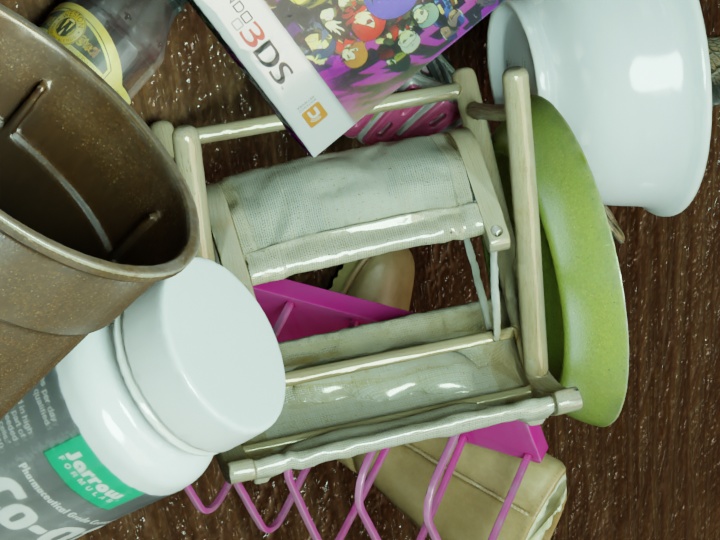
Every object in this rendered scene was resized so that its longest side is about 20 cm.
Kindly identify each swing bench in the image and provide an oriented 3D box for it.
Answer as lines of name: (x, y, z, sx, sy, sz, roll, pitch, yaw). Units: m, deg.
swing bench: (0.000, 0.000, 1.220, 0.198, 0.130, 0.201, -10, 97, -10)

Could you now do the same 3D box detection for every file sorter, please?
file sorter: (-0.008, 0.103, 1.358, 0.126, 0.199, 0.139, -63, 153, -25)

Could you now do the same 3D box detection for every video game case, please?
video game case: (0.002, -0.182, 1.080, 0.200, 0.036, 0.181, -39, 127, -2)

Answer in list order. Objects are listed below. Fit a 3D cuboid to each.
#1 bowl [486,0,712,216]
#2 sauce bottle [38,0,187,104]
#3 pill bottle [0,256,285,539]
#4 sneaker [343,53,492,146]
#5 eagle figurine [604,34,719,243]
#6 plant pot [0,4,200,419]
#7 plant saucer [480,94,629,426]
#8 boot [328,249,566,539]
bowl: (0.135, -0.126, 1.332, 0.090, 0.201, 0.202, -10, 131, -14)
sauce bottle: (-0.148, -0.105, 1.141, 0.200, 0.066, 0.066, -52, 148, -13)
pill bottle: (-0.144, 0.075, 1.114, 0.200, 0.113, 0.113, -27, 161, 28)
sneaker: (-0.005, -0.129, 1.314, 0.200, 0.088, 0.074, 29, 115, -37)
eagle figurine: (0.195, -0.149, 1.522, 0.200, 0.151, 0.152, -44, 137, -1)
plant pot: (-0.212, -0.003, 1.011, 0.198, 0.200, 0.200, -47, 153, 21)
plant saucer: (0.107, -0.002, 1.284, 0.031, 0.200, 0.200, -13, 134, -12)
boot: (0.058, 0.092, 1.463, 0.066, 0.200, 0.176, -14, 130, -53)
